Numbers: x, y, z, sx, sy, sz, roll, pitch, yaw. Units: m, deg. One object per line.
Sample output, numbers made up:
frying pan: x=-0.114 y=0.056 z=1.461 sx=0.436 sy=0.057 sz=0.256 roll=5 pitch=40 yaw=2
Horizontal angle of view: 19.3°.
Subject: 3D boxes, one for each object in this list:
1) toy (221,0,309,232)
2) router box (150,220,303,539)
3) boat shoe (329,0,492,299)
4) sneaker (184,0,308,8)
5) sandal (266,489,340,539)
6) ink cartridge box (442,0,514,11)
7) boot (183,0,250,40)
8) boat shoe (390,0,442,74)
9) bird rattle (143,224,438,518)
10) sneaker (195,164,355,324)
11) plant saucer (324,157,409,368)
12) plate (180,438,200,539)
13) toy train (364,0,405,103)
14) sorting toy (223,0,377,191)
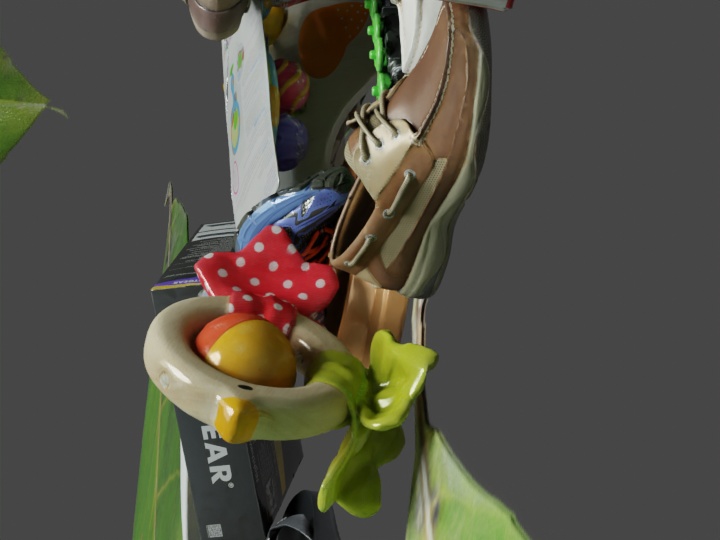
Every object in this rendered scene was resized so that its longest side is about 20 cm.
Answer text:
toy: x=-0.062 y=-0.120 z=1.456 sx=0.115 sy=0.047 sz=0.201 roll=119 pitch=145 yaw=-60
router box: x=-0.096 y=0.080 z=1.574 sx=0.157 sy=0.052 sz=0.202 roll=-63 pitch=-35 yaw=-70
boat shoe: x=0.027 y=-0.066 z=1.197 sx=0.076 sy=0.071 sz=0.201 roll=-94 pitch=16 yaw=-52
sneaker: x=-0.066 y=-0.198 z=1.598 sx=0.067 sy=0.201 sz=0.109 roll=32 pitch=128 yaw=35
sandal: x=-0.042 y=0.199 z=1.475 sx=0.200 sy=0.042 sz=0.077 roll=-149 pitch=67 yaw=-80
ink cartridge box: x=0.056 y=-0.263 z=1.154 sx=0.201 sy=0.083 sz=0.145 roll=-90 pitch=12 yaw=-47
boot: x=-0.093 y=-0.252 z=1.410 sx=0.201 sy=0.070 sz=0.147 roll=-85 pitch=2 yaw=-56
boat shoe: x=0.028 y=-0.203 z=1.317 sx=0.071 sy=0.069 sz=0.201 roll=116 pitch=159 yaw=-57
bird rattle: x=-0.052 y=0.046 z=1.252 sx=0.200 sy=0.162 sz=0.113 roll=48 pitch=125 yaw=34
sneaker: x=-0.046 y=0.006 z=1.396 sx=0.075 sy=0.078 sz=0.200 roll=-31 pitch=-18 yaw=-43
plant saucer: x=0.000 y=0.000 z=1.415 sx=0.200 sy=0.037 sz=0.202 roll=-171 pitch=90 yaw=-80
plate: x=-0.131 y=0.114 z=1.742 sx=0.200 sy=0.032 sz=0.201 roll=-101 pitch=13 yaw=-57
toy train: x=0.025 y=-0.132 z=1.375 sx=0.201 sy=0.041 sz=0.057 roll=-94 pitch=5 yaw=-51
sorting toy: x=-0.046 y=-0.080 z=1.552 sx=0.200 sy=0.106 sz=0.181 roll=117 pitch=158 yaw=-63
